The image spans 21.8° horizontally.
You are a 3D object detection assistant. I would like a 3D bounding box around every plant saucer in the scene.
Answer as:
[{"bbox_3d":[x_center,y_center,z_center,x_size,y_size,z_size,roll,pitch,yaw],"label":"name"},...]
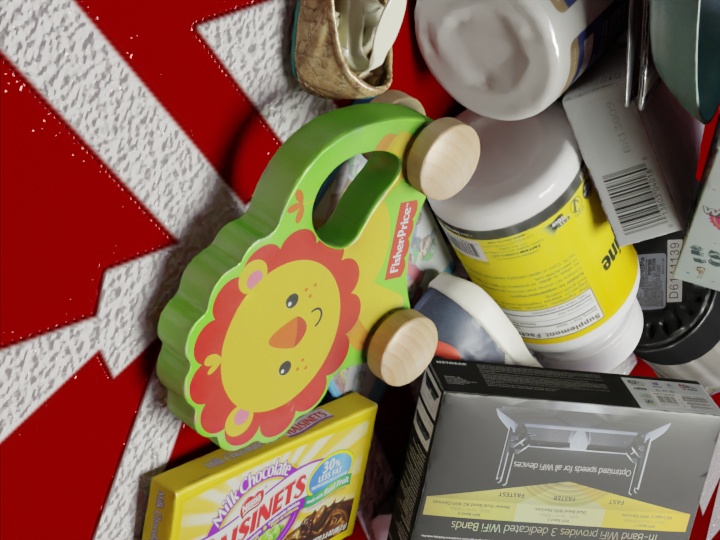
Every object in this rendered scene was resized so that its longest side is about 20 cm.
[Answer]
[{"bbox_3d":[0.208,-0.191,1.137,0.200,0.036,0.202,9,90,-72],"label":"plant saucer"}]

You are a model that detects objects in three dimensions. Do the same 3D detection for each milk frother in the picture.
[{"bbox_3d":[0.315,0.012,1.578,0.188,0.199,0.182,29,78,-61],"label":"milk frother"}]

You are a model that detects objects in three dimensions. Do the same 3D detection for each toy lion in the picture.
[{"bbox_3d":[-0.032,0.004,1.084,0.191,0.068,0.202,-11,122,-43],"label":"toy lion"}]

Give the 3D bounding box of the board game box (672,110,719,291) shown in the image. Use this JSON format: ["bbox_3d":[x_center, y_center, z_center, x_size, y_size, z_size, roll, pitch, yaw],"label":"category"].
[{"bbox_3d":[0.258,-0.089,1.192,0.200,0.064,0.149,88,19,-67],"label":"board game box"}]

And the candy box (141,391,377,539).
[{"bbox_3d":[-0.064,0.149,1.167,0.199,0.026,0.103,-19,125,-51],"label":"candy box"}]

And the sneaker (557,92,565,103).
[{"bbox_3d":[0.138,-0.089,1.347,0.088,0.077,0.202,-26,127,-37],"label":"sneaker"}]

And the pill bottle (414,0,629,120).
[{"bbox_3d":[0.131,-0.192,1.221,0.200,0.110,0.112,-44,142,-39],"label":"pill bottle"}]

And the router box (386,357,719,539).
[{"bbox_3d":[0.127,0.146,1.248,0.198,0.052,0.159,6,112,-15],"label":"router box"}]

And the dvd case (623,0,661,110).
[{"bbox_3d":[0.190,-0.217,1.157,0.149,0.016,0.202,-48,142,-61],"label":"dvd case"}]

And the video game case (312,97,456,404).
[{"bbox_3d":[0.000,0.000,1.209,0.144,0.018,0.200,-59,150,-21],"label":"video game case"}]

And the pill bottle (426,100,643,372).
[{"bbox_3d":[0.127,-0.017,1.288,0.113,0.112,0.200,-56,138,-24],"label":"pill bottle"}]

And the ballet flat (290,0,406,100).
[{"bbox_3d":[0.000,-0.188,1.044,0.070,0.065,0.202,-37,137,-45],"label":"ballet flat"}]

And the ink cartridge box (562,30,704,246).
[{"bbox_3d":[0.190,-0.109,1.274,0.110,0.050,0.200,66,22,-19],"label":"ink cartridge box"}]

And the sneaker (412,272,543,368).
[{"bbox_3d":[0.096,0.095,1.285,0.085,0.075,0.200,-47,108,-10],"label":"sneaker"}]

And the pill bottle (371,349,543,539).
[{"bbox_3d":[0.100,0.134,1.374,0.201,0.106,0.107,-56,148,-26],"label":"pill bottle"}]
